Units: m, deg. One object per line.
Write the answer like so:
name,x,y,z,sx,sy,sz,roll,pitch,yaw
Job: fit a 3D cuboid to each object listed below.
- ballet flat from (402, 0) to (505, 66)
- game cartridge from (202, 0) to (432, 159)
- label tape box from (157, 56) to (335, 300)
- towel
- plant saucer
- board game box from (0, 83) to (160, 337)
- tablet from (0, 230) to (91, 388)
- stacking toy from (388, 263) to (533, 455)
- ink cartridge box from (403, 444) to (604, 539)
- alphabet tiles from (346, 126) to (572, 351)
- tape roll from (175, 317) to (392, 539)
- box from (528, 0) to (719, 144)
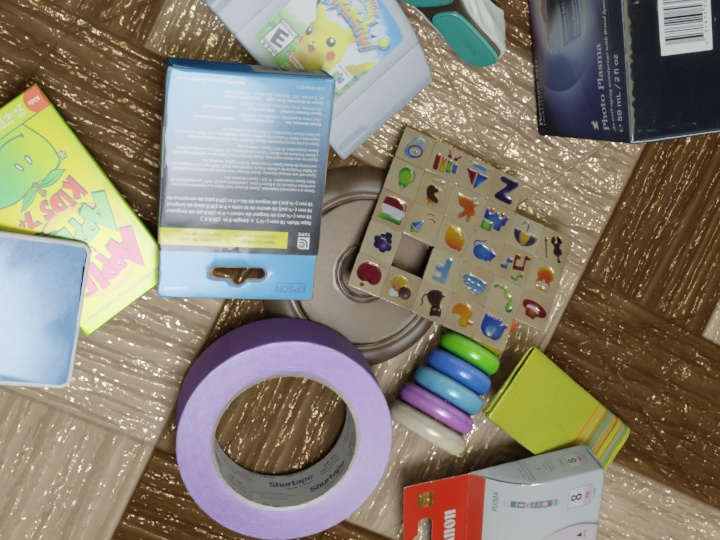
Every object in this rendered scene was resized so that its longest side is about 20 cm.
ballet flat,0.076,-0.259,0.927,0.200,0.069,0.070,32,89,-51
game cartridge,-0.029,-0.215,0.928,0.133,0.040,0.200,-43,115,2
label tape box,-0.106,-0.079,0.905,0.144,0.063,0.201,2,108,-15
towel,0.205,0.155,1.051,0.200,0.018,0.086,39,84,-37
plant saucer,0.000,0.000,0.995,0.199,0.032,0.201,-3,99,-16
board game box,-0.263,-0.053,0.905,0.101,0.048,0.200,-37,106,-7
tablet,-0.332,0.028,0.851,0.199,0.014,0.131,8,95,-26
stacking toy,0.109,0.077,1.015,0.085,0.085,0.201,31,85,-18
ink cartridge box,0.145,0.272,1.045,0.199,0.057,0.163,-12,122,-18
alphabet tiles,0.104,-0.024,0.986,0.199,0.008,0.168,24,76,-11
tape roll,-0.073,0.149,0.964,0.199,0.066,0.201,-3,107,-9
box,0.244,-0.223,0.937,0.123,0.198,0.201,-9,101,-11
